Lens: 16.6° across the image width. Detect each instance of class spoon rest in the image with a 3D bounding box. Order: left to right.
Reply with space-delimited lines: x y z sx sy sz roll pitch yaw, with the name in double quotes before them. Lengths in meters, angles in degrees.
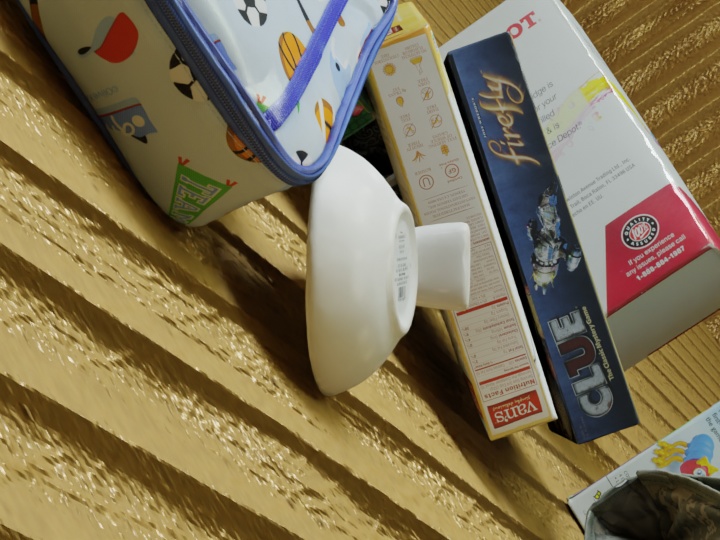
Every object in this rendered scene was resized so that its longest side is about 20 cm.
"spoon rest" 0.000 0.000 1.027 0.200 0.060 0.100 2 88 -76

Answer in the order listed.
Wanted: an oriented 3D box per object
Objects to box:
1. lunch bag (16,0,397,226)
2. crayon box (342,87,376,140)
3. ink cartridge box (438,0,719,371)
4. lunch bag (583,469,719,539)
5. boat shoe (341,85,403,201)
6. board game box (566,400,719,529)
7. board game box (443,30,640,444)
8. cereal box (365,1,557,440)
"lunch bag" -0.053 -0.117 0.961 0.161 0.075 0.200 55 29 -20
"crayon box" -0.078 -0.148 1.134 0.200 0.058 0.119 47 14 -44
"ink cartridge box" 0.116 -0.044 1.503 0.201 0.145 0.145 60 10 18
"lunch bag" 0.192 0.194 1.201 0.164 0.117 0.200 52 4 -22
"boat shoe" 0.022 -0.065 1.361 0.201 0.072 0.069 59 29 -25
"board game box" 0.232 0.118 1.383 0.105 0.199 0.103 58 10 12
"board game box" 0.087 -0.014 1.259 0.135 0.034 0.201 115 -43 -89
"cereal box" 0.044 -0.028 1.223 0.144 0.039 0.201 -104 175 -79
